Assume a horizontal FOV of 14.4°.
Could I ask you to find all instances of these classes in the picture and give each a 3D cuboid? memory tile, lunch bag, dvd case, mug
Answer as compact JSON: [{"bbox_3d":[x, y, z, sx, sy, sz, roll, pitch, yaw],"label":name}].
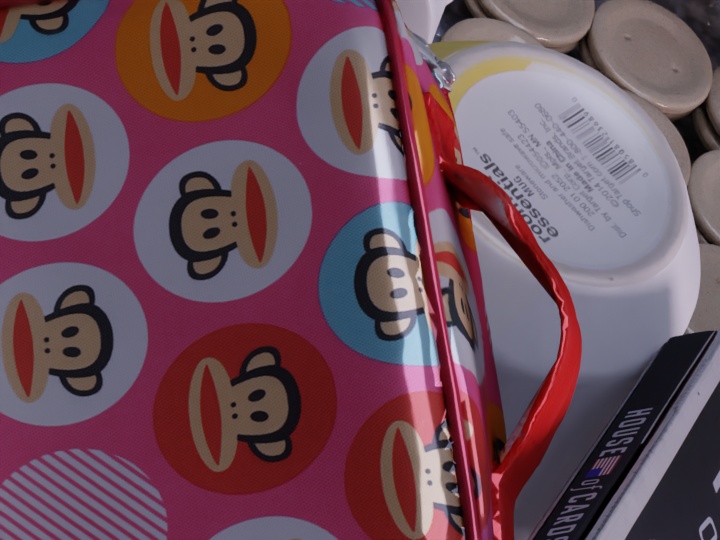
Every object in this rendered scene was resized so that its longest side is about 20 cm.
[{"bbox_3d":[0.111,-0.029,0.997,0.200,0.017,0.153,28,46,-11],"label":"memory tile"},{"bbox_3d":[-0.034,0.021,0.702,0.176,0.082,0.200,-9,68,9],"label":"lunch bag"},{"bbox_3d":[0.081,0.119,0.697,0.200,0.025,0.150,-45,117,-60],"label":"dvd case"},{"bbox_3d":[0.005,0.008,0.818,0.187,0.153,0.149,16,50,-20],"label":"mug"}]

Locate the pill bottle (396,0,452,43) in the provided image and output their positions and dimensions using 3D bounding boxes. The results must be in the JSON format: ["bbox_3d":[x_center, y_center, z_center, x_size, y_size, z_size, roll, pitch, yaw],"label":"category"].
[{"bbox_3d":[-0.001,-0.154,0.967,0.116,0.116,0.200,27,45,-10],"label":"pill bottle"}]
